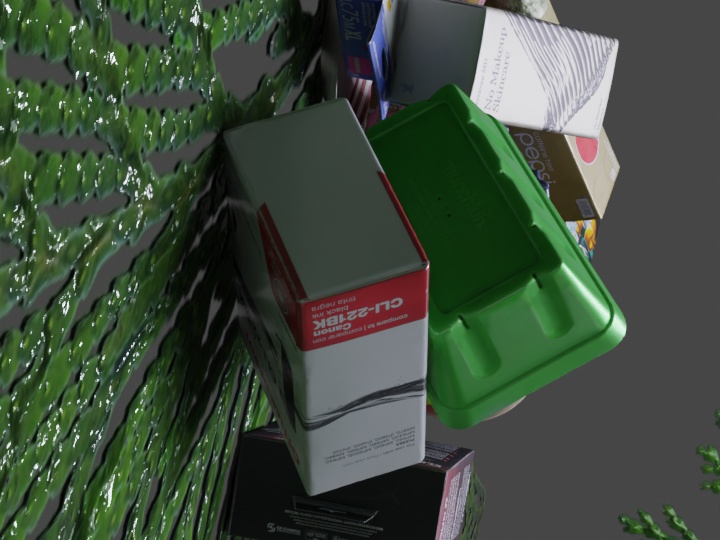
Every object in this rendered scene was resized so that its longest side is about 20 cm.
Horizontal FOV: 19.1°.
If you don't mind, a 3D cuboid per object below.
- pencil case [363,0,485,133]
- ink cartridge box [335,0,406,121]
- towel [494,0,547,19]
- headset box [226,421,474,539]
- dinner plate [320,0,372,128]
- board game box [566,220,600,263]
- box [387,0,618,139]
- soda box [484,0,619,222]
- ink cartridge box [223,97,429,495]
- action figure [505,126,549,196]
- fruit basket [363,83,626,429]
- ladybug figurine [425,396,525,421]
[{"bbox_3d":[0.040,-0.122,1.589,0.086,0.083,0.201,7,94,-45],"label":"pencil case"},{"bbox_3d":[0.017,-0.217,1.474,0.119,0.042,0.200,80,20,-67],"label":"ink cartridge box"},{"bbox_3d":[0.107,-0.292,1.639,0.149,0.036,0.200,57,29,-36],"label":"towel"},{"bbox_3d":[-0.005,0.159,1.540,0.200,0.148,0.077,-8,107,-82],"label":"headset box"},{"bbox_3d":[-0.003,-0.186,1.577,0.200,0.024,0.201,10,90,-80],"label":"dinner plate"},{"bbox_3d":[0.168,-0.091,1.890,0.200,0.035,0.126,59,38,-46],"label":"board game box"},{"bbox_3d":[0.105,-0.144,1.527,0.200,0.068,0.082,0,102,-56],"label":"box"},{"bbox_3d":[0.145,-0.133,1.740,0.200,0.064,0.068,62,37,-36],"label":"soda box"},{"bbox_3d":[-0.020,0.019,1.307,0.200,0.084,0.144,88,-18,-51],"label":"ink cartridge box"},{"bbox_3d":[0.082,-0.044,1.644,0.200,0.104,0.194,-146,-125,-81],"label":"action figure"},{"bbox_3d":[0.067,0.008,1.403,0.216,0.155,0.216,61,0,0],"label":"fruit basket"},{"bbox_3d":[0.077,0.066,1.921,0.072,0.200,0.136,15,86,-45],"label":"ladybug figurine"}]
